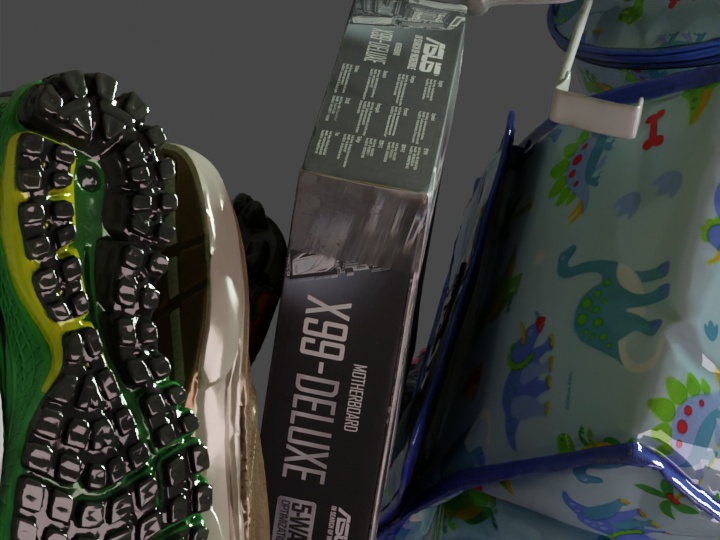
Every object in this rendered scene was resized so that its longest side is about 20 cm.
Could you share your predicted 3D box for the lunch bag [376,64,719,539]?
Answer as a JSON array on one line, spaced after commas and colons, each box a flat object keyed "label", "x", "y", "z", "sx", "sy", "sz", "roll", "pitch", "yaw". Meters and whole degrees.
[{"label": "lunch bag", "x": 0.091, "y": 0.027, "z": 1.141, "sx": 0.127, "sy": 0.200, "sz": 0.171, "roll": 31, "pitch": 65, "yaw": -29}]

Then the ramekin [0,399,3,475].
[{"label": "ramekin", "x": -0.204, "y": 0.074, "z": 0.837, "sx": 0.200, "sy": 0.097, "sz": 0.201, "roll": -40, "pitch": 142, "yaw": -40}]

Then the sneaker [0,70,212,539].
[{"label": "sneaker", "x": -0.102, "y": 0.039, "z": 0.947, "sx": 0.078, "sy": 0.085, "sz": 0.201, "roll": 2, "pitch": 85, "yaw": -40}]

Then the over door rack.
[{"label": "over door rack", "x": 0.079, "y": -0.158, "z": 1.116, "sx": 0.200, "sy": 0.066, "sz": 0.149, "roll": -92, "pitch": -173, "yaw": -66}]

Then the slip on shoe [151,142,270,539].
[{"label": "slip on shoe", "x": -0.062, "y": 0.059, "z": 0.990, "sx": 0.060, "sy": 0.076, "sz": 0.201, "roll": 9, "pitch": 74, "yaw": -60}]

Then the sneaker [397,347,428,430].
[{"label": "sneaker", "x": 0.052, "y": 0.046, "z": 1.305, "sx": 0.200, "sy": 0.079, "sz": 0.096, "roll": 3, "pitch": 86, "yaw": -61}]

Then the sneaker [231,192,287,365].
[{"label": "sneaker", "x": -0.085, "y": 0.067, "z": 1.066, "sx": 0.201, "sy": 0.071, "sz": 0.098, "roll": -60, "pitch": 153, "yaw": -12}]

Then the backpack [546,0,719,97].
[{"label": "backpack", "x": 0.179, "y": -0.139, "z": 1.263, "sx": 0.200, "sy": 0.182, "sz": 0.147, "roll": -52, "pitch": 126, "yaw": -30}]

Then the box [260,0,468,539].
[{"label": "box", "x": 0.000, "y": 0.000, "z": 1.095, "sx": 0.200, "sy": 0.049, "sz": 0.159, "roll": -76, "pitch": 176, "yaw": -66}]
